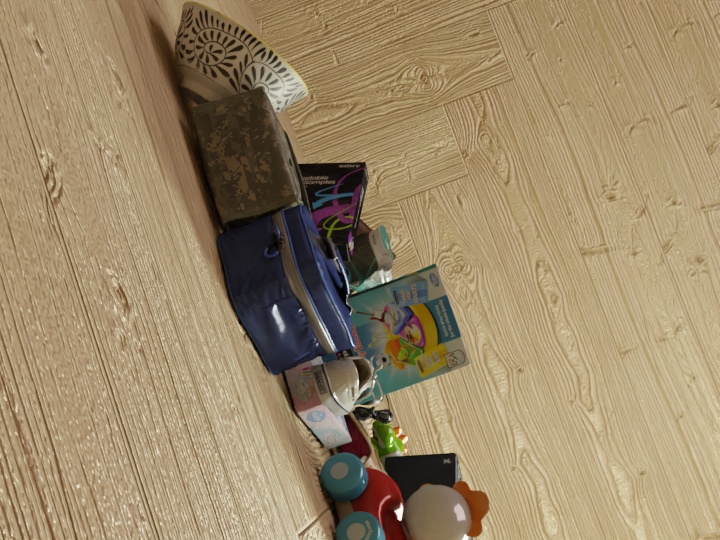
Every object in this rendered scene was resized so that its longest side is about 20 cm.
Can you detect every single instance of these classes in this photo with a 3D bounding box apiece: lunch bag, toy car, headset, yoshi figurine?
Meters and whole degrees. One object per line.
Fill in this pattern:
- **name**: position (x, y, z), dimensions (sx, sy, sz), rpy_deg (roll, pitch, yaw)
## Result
- **lunch bag**: position (-0.134, -0.115, 1.470), dimensions (0.200, 0.117, 0.165), rpy_deg (83, -9, -74)
- **toy car**: position (0.073, 0.326, 1.518), dimensions (0.185, 0.199, 0.177), rpy_deg (68, 3, -48)
- **lunch bag**: position (-0.081, 0.016, 1.375), dimensions (0.200, 0.132, 0.136), rpy_deg (68, 3, -51)
- **headset**: position (0.005, 0.158, 1.756), dimensions (0.124, 0.094, 0.200), rpy_deg (-66, -149, 33)
- **yoshi figurine**: position (0.018, 0.332, 1.872), dimensions (0.112, 0.112, 0.201), rpy_deg (-44, 139, -44)

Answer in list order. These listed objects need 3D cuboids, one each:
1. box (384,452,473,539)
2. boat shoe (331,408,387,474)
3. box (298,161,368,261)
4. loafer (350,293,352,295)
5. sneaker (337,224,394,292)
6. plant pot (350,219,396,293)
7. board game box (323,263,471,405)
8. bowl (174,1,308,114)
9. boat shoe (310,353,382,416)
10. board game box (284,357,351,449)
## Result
- **box**: position (0.105, 0.420, 1.764), dimensions (0.199, 0.123, 0.201), rpy_deg (75, 15, -47)
- **boat shoe**: position (-0.004, 0.295, 1.694), dimensions (0.201, 0.074, 0.069), rpy_deg (66, 8, 23)
- **box**: position (-0.071, -0.088, 1.640), dimensions (0.200, 0.142, 0.036), rpy_deg (-78, 164, -50)
- **loafer**: position (-0.036, 0.114, 1.749), dimensions (0.200, 0.072, 0.063), rpy_deg (105, -25, -49)
- **sneaker**: position (0.000, 0.000, 1.696), dimensions (0.200, 0.091, 0.078), rpy_deg (85, -8, -59)
- **plant pot**: position (-0.069, -0.052, 1.960), dimensions (0.200, 0.187, 0.187), rpy_deg (55, 3, -4)
- **board game box**: position (0.041, 0.096, 1.646), dimensions (0.047, 0.199, 0.152), rpy_deg (-101, 171, -85)
- **bowl**: position (-0.177, -0.254, 1.499), dimensions (0.200, 0.094, 0.201), rpy_deg (34, -6, 4)
- **boat shoe**: position (-0.008, 0.142, 1.507), dimensions (0.202, 0.086, 0.075), rpy_deg (58, 13, -76)
- **board game box**: position (-0.076, 0.131, 1.598), dimensions (0.200, 0.043, 0.200), rpy_deg (66, 4, -65)
